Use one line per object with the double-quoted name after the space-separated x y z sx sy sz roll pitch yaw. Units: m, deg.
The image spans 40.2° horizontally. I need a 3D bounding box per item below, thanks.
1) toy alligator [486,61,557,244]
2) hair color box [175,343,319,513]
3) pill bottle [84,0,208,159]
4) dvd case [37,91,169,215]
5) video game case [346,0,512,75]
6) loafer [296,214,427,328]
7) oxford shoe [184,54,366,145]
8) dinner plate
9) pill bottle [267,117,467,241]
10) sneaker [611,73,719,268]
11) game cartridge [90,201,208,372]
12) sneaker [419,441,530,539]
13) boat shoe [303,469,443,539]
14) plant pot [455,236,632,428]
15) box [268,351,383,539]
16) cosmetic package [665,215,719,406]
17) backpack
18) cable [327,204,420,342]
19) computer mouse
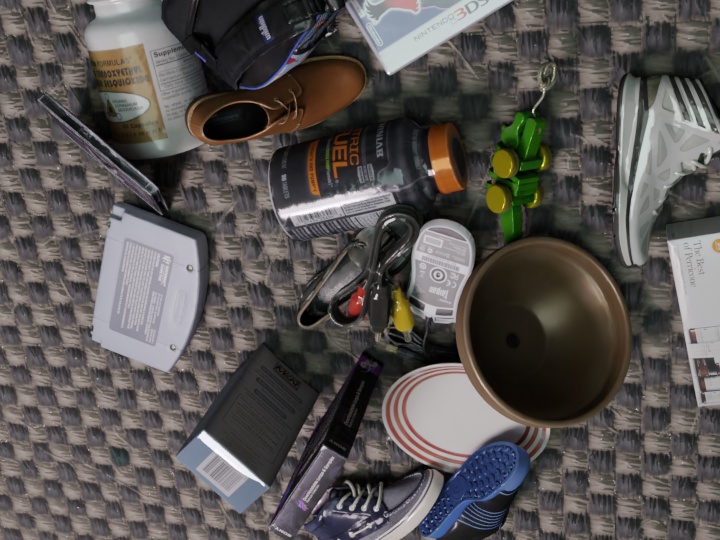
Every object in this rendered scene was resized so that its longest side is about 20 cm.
0.162 -0.126 1.025 0.054 0.059 0.201 37 129 45 "toy alligator"
-0.128 0.181 1.162 0.099 0.200 0.061 43 117 -6 "hair color box"
-0.230 -0.229 1.051 0.114 0.114 0.201 -4 113 17 "pill bottle"
-0.275 -0.122 1.082 0.149 0.200 0.016 40 82 -4 "dvd case"
0.051 -0.325 0.979 0.182 0.023 0.200 -27 104 25 "video game case"
0.000 0.000 1.120 0.072 0.063 0.200 42 118 -6 "loafer"
-0.080 -0.170 1.024 0.199 0.071 0.072 -22 114 -11 "oxford shoe"
0.125 0.174 1.168 0.199 0.024 0.201 8 131 9 "dinner plate"
0.011 -0.100 1.047 0.199 0.106 0.107 -11 111 19 "pill bottle"
0.312 -0.094 0.981 0.115 0.076 0.202 3 112 16 "sneaker"
-0.259 0.025 1.222 0.133 0.042 0.201 19 118 2 "game cartridge"
0.154 0.274 1.196 0.078 0.070 0.200 20 135 -23 "sneaker"
0.011 0.297 1.247 0.093 0.075 0.200 37 119 -12 "boat shoe"
0.182 0.070 1.061 0.201 0.201 0.093 45 158 -8 "plant pot"
-0.037 0.201 1.146 0.036 0.200 0.143 31 119 0 "box"
0.381 0.044 1.040 0.082 0.051 0.201 -11 111 19 "cosmetic package"
-0.102 -0.282 0.962 0.200 0.154 0.190 48 133 2 "backpack"
0.017 0.001 1.070 0.097 0.050 0.201 12 129 9 "cable"
0.090 0.024 1.120 0.109 0.044 0.201 20 124 12 "computer mouse"
